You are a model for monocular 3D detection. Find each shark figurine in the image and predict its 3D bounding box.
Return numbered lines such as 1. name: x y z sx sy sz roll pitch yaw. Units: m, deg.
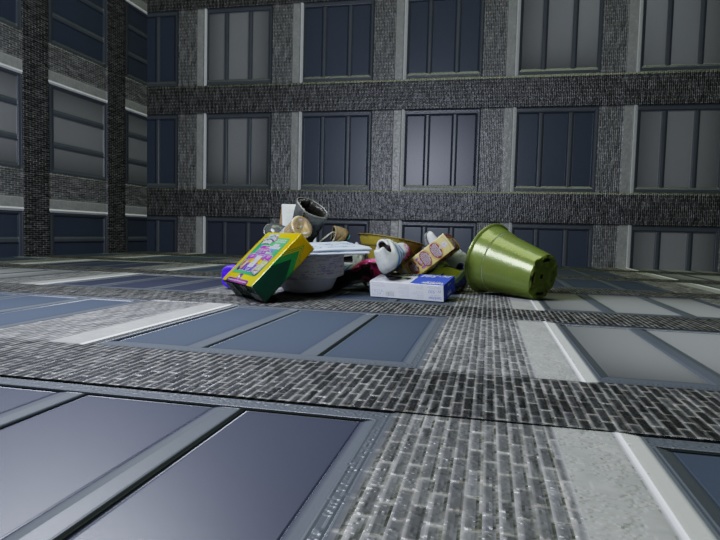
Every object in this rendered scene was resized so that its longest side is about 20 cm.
1. shark figurine: -0.015 0.004 1.791 0.089 0.129 0.214 -28 -6 -37

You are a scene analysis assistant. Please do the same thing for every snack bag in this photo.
1. snack bag: -0.091 -0.057 1.540 0.187 0.022 0.200 -4 8 -21

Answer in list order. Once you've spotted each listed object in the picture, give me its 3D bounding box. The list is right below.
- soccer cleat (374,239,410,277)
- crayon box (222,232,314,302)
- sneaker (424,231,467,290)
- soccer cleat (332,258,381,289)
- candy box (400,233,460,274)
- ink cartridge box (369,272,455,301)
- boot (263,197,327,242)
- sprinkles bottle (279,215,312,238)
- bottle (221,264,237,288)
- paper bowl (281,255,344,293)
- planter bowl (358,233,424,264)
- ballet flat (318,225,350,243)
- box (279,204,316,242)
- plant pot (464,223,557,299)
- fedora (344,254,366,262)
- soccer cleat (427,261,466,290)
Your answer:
1. soccer cleat: 0.082 -0.053 1.542 0.069 0.087 0.200 -27 11 18
2. crayon box: -0.224 -0.013 1.416 0.173 0.058 0.199 -48 26 -20
3. sneaker: 0.259 -0.038 1.716 0.087 0.200 0.075 -40 8 -1
4. soccer cleat: 0.000 0.000 1.668 0.198 0.070 0.086 -12 17 17
5. candy box: 0.175 -0.020 1.621 0.200 0.057 0.117 -40 -10 16
6. ink cartridge box: 0.132 0.040 1.499 0.198 0.045 0.094 4 16 27
7. boot: -0.192 -0.137 1.707 0.180 0.073 0.200 21 -30 1
8. sprinkles bottle: -0.211 -0.083 1.682 0.068 0.069 0.200 -1 -22 -36
9. bottle: -0.294 0.015 1.666 0.083 0.066 0.199 5 5 37
10. paper bowl: -0.143 0.001 1.581 0.198 0.106 0.201 0 7 0
11. planter bowl: 0.084 -0.050 1.734 0.198 0.084 0.200 9 -2 0
12. ballet flat: -0.104 -0.051 1.762 0.072 0.201 0.068 34 -17 -16
13. box: -0.203 -0.087 1.881 0.105 0.202 0.153 1 -28 -13
14. plant pot: 0.418 -0.007 1.589 0.199 0.202 0.189 -1 18 -39
15. fedora: -0.049 -0.018 2.081 0.198 0.091 0.177 -6 3 -8
16. soccer cleat: 0.212 0.019 1.616 0.199 0.085 0.064 -8 10 -34
